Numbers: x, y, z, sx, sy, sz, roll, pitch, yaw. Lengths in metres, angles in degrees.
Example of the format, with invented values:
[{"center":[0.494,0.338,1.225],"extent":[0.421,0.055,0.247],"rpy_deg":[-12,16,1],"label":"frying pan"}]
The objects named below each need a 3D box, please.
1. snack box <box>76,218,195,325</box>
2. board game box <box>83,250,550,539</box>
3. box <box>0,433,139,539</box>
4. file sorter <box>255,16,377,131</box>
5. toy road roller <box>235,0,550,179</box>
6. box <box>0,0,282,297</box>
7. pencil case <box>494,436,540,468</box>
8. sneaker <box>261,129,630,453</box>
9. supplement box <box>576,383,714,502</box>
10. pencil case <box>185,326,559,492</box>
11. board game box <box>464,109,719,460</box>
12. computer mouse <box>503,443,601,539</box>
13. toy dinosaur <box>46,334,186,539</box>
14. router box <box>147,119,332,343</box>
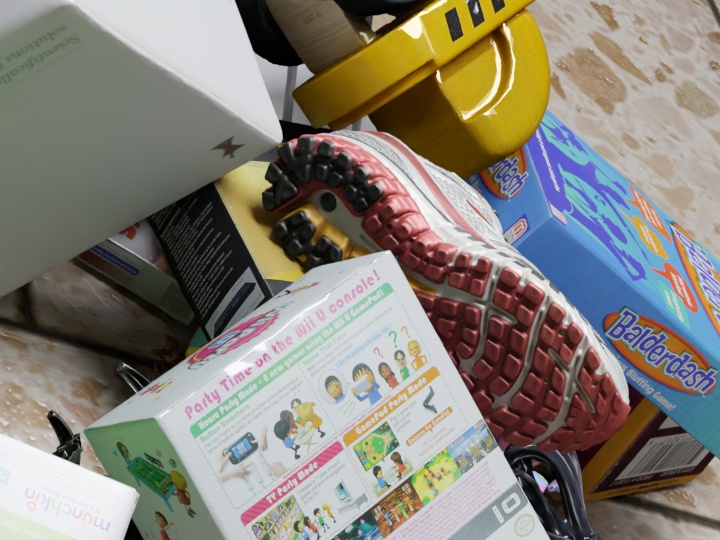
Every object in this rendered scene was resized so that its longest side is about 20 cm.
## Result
[{"center":[-0.095,-0.044,1.539],"extent":[0.072,0.024,0.200],"rpy_deg":[31,31,-6],"label":"snack box"},{"center":[-0.006,0.114,1.225],"extent":[0.148,0.064,0.200],"rpy_deg":[-35,103,-35],"label":"board game box"},{"center":[-0.207,0.132,1.040],"extent":[0.200,0.097,0.177],"rpy_deg":[23,60,-14],"label":"box"},{"center":[-0.070,-0.133,1.508],"extent":[0.200,0.125,0.139],"rpy_deg":[-9,26,-35],"label":"file sorter"},{"center":[0.049,-0.131,1.411],"extent":[0.200,0.123,0.146],"rpy_deg":[-36,97,-31],"label":"toy road roller"},{"center":[-0.181,-0.111,1.290],"extent":[0.200,0.199,0.171],"rpy_deg":[32,35,-60],"label":"box"},{"center":[0.023,0.032,1.502],"extent":[0.083,0.087,0.200],"rpy_deg":[-27,66,-37],"label":"pencil case"},{"center":[0.051,0.001,1.308],"extent":[0.200,0.078,0.082],"rpy_deg":[45,31,12],"label":"sneaker"},{"center":[0.123,0.026,1.608],"extent":[0.110,0.086,0.200],"rpy_deg":[-5,50,-48],"label":"supplement box"},{"center":[0.003,0.083,1.406],"extent":[0.200,0.088,0.088],"rpy_deg":[36,30,3],"label":"pencil case"},{"center":[0.136,0.002,1.464],"extent":[0.200,0.045,0.152],"rpy_deg":[39,20,-28],"label":"board game box"},{"center":[0.044,0.175,1.318],"extent":[0.200,0.053,0.139],"rpy_deg":[-33,101,-34],"label":"computer mouse"},{"center":[-0.081,0.115,1.303],"extent":[0.136,0.102,0.200],"rpy_deg":[34,8,-40],"label":"toy dinosaur"},{"center":[0.000,0.000,1.387],"extent":[0.200,0.052,0.157],"rpy_deg":[8,41,-41],"label":"router box"}]
